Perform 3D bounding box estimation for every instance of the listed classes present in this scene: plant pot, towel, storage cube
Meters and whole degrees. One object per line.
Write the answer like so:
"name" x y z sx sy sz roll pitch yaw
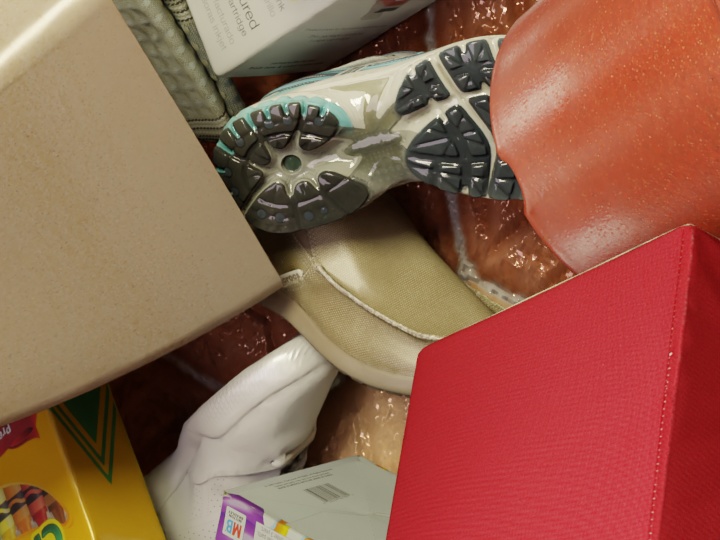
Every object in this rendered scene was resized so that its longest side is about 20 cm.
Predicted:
"plant pot" 0.166 -0.083 1.083 0.195 0.201 0.201 -34 74 46
"towel" -0.159 -0.141 1.350 0.192 0.035 0.200 13 144 46
"storage cube" 0.122 0.116 1.092 0.200 0.171 0.180 -27 44 49
"plant pot" -0.189 -0.039 1.267 0.200 0.177 0.200 35 161 47

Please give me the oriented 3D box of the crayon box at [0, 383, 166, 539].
"crayon box" -0.170 0.107 1.386 0.127 0.051 0.200 -40 62 35

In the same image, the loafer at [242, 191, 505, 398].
"loafer" 0.000 0.000 1.295 0.200 0.076 0.067 27 119 34

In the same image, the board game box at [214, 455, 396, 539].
"board game box" -0.015 0.206 1.319 0.103 0.105 0.200 25 112 34

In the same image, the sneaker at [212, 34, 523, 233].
"sneaker" 0.035 -0.077 1.256 0.200 0.086 0.078 -7 113 17

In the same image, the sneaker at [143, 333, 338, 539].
"sneaker" -0.052 0.106 1.367 0.089 0.075 0.200 49 131 10

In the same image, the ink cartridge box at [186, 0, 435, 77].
"ink cartridge box" -0.001 -0.195 1.262 0.200 0.083 0.145 -29 77 39
